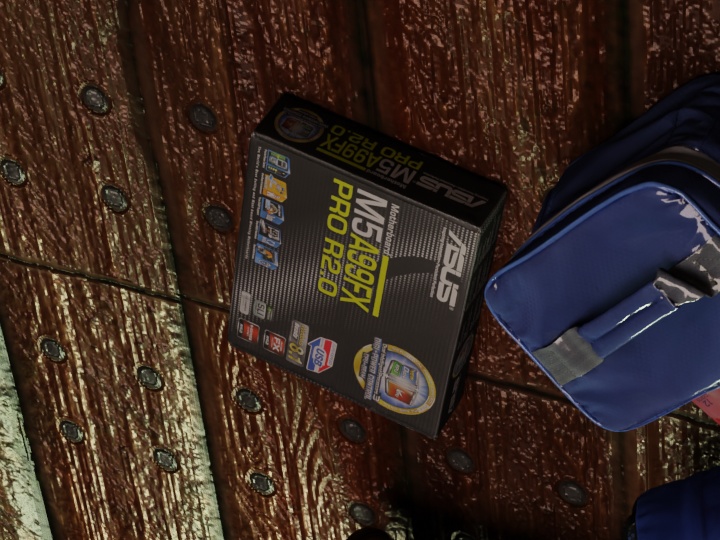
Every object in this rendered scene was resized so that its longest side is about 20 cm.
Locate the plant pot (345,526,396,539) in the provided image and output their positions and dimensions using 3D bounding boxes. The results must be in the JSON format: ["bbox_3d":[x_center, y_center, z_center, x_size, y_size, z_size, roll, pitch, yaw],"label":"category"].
[{"bbox_3d":[0.086,0.285,1.695,0.197,0.201,0.201,3,130,21],"label":"plant pot"}]

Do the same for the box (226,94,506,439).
[{"bbox_3d":[0.000,0.000,1.585,0.160,0.044,0.200,25,138,13],"label":"box"}]

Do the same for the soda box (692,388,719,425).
[{"bbox_3d":[0.279,0.035,1.414,0.070,0.063,0.200,41,138,-6],"label":"soda box"}]

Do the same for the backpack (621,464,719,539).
[{"bbox_3d":[0.257,0.209,1.525,0.167,0.163,0.200,-26,114,14],"label":"backpack"}]

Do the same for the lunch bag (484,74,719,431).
[{"bbox_3d":[0.177,-0.004,1.394,0.136,0.132,0.200,43,139,-8],"label":"lunch bag"}]
